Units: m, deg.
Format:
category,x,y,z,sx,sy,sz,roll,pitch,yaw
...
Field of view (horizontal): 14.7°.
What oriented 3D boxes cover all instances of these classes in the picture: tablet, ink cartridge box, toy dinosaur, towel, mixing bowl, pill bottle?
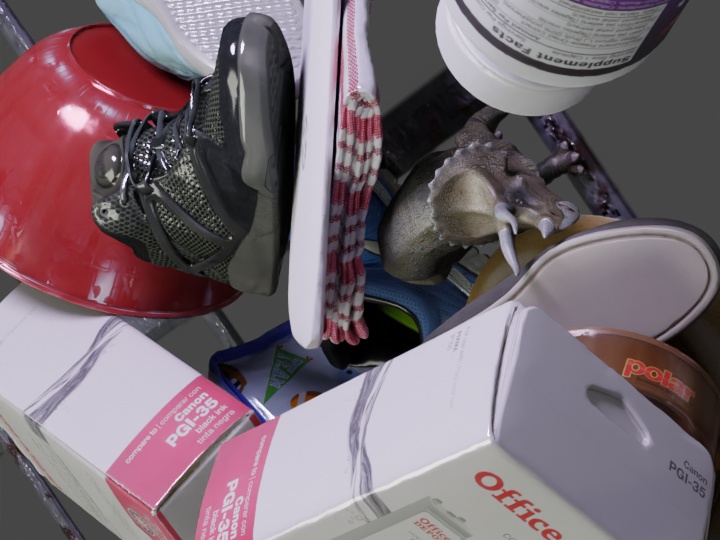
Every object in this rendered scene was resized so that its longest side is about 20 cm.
category,x,y,z,sx,sy,sz,roll,pitch,yaw
tablet,-0.024,-0.065,1.420,0.130,0.014,0.201,-141,54,-84
ink cartridge box,0.043,0.115,1.304,0.146,0.083,0.200,39,134,-27
toy dinosaur,0.046,-0.034,1.409,0.077,0.102,0.200,57,147,-5
towel,-0.004,-0.076,1.438,0.201,0.030,0.147,98,172,-49
mixing bowl,-0.140,-0.073,1.619,0.200,0.200,0.109,39,123,29
ink cartridge box,-0.123,0.101,1.590,0.200,0.083,0.147,33,163,40
pill bottle,0.096,-0.148,1.190,0.112,0.111,0.200,49,154,10

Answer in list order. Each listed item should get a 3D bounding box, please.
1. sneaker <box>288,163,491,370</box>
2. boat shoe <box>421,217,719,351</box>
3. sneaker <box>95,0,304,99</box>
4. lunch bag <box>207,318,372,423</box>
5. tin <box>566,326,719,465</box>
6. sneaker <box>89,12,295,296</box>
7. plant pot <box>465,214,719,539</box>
category,x,y,z,sx,sy,sz,roll,pitch,yaw
sneaker,0.000,0.000,1.547,0.200,0.089,0.079,38,149,35
boat shoe,0.103,0.017,1.363,0.200,0.057,0.067,-30,96,40
sneaker,-0.085,-0.137,1.561,0.200,0.074,0.082,44,161,39
lunch bag,0.001,0.145,1.681,0.200,0.123,0.170,49,153,29
tin,0.096,0.097,1.373,0.112,0.042,0.200,30,139,-12
sneaker,-0.091,-0.062,1.470,0.113,0.077,0.200,9,147,1
plant pot,0.125,0.070,1.420,0.199,0.027,0.201,20,123,34
